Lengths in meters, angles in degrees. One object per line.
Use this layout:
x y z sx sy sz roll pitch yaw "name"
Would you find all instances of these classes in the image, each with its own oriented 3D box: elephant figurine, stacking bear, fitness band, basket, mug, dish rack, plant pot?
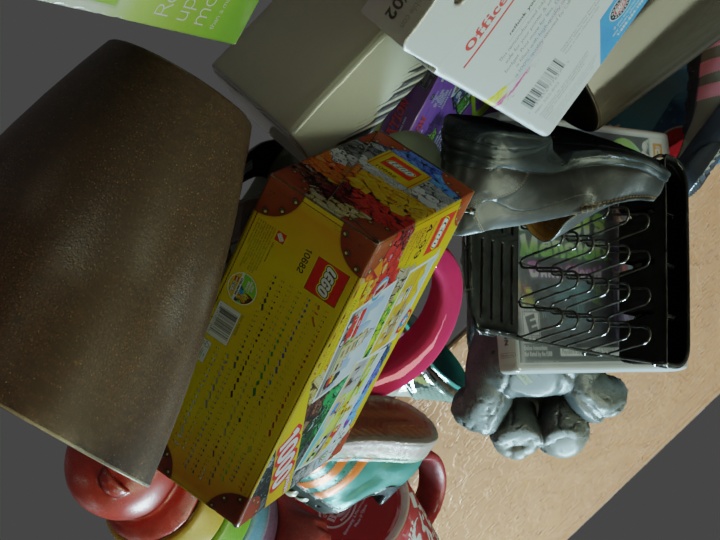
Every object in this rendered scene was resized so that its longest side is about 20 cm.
0.130 0.037 1.476 0.141 0.201 0.155 26 128 -19 "elephant figurine"
-0.127 0.152 1.297 0.113 0.122 0.200 -39 142 7 "stacking bear"
-0.022 0.026 1.303 0.198 0.037 0.145 1 120 -31 "fitness band"
0.192 -0.198 1.253 0.200 0.136 0.181 -41 148 -8 "basket"
0.007 0.223 1.573 0.132 0.179 0.201 -12 144 8 "mug"
0.149 -0.015 1.312 0.199 0.054 0.155 12 73 -42 "dish rack"
-0.147 -0.016 1.030 0.201 0.186 0.187 -61 151 -8 "plant pot"

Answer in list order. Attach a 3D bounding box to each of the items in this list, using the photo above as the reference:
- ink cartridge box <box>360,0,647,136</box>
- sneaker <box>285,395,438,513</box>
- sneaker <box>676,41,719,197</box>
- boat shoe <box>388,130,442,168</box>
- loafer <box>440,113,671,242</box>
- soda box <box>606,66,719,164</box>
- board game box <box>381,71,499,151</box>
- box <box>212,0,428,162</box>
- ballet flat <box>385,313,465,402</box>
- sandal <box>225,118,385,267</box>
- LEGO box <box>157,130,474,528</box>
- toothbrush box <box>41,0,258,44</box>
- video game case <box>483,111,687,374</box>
0.080 -0.162 1.088 0.116 0.068 0.200 -54 151 9 "ink cartridge box"
-0.038 0.129 1.295 0.199 0.071 0.080 9 118 -37 "sneaker"
0.273 -0.157 1.472 0.201 0.081 0.070 -63 173 -8 "sneaker"
0.000 0.000 1.233 0.202 0.071 0.063 -66 168 12 "boat shoe"
0.123 -0.055 1.231 0.199 0.073 0.073 4 103 -39 "loafer"
0.230 -0.100 1.522 0.199 0.068 0.065 -32 145 -28 "soda box"
0.081 -0.138 1.319 0.120 0.032 0.201 -2 125 -58 "board game box"
0.011 -0.159 1.149 0.200 0.082 0.068 -46 151 -3 "box"
0.018 0.057 1.432 0.071 0.069 0.200 -32 147 6 "ballet flat"
-0.057 -0.054 1.198 0.057 0.080 0.202 27 96 -42 "sandal"
-0.031 0.031 1.116 0.201 0.077 0.149 -63 165 24 "LEGO box"
-0.114 -0.206 0.923 0.199 0.086 0.146 7 119 -54 "toothbrush box"
0.167 -0.017 1.383 0.199 0.023 0.184 2 81 -44 "video game case"
